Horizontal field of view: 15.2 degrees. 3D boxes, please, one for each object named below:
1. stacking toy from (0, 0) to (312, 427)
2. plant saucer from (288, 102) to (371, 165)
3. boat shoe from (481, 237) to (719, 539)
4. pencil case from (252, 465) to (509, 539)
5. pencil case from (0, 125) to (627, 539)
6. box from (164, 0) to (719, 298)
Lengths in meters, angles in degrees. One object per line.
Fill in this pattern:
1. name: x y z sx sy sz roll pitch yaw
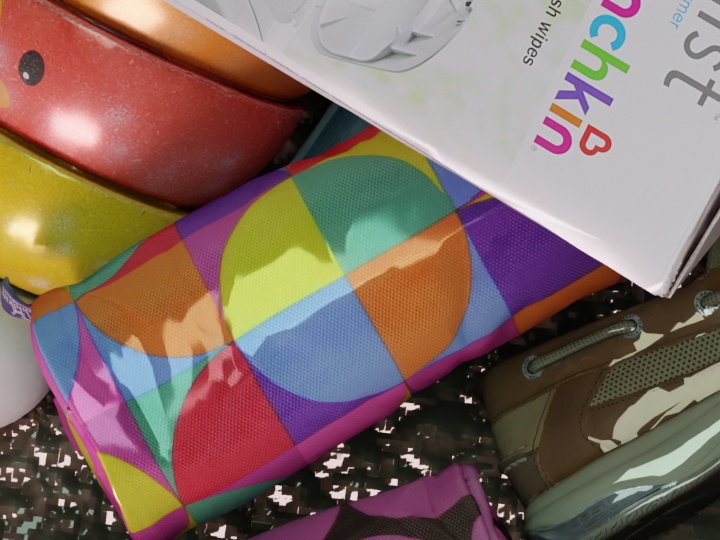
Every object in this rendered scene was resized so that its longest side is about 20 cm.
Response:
1. stacking toy: -0.078 -0.041 0.799 0.146 0.146 0.201 26 97 11
2. plant saucer: 0.050 -0.076 0.836 0.070 0.019 0.201 33 83 12
3. boat shoe: 0.124 0.010 0.781 0.199 0.076 0.072 -29 74 -3
4. pencil case: -0.043 0.130 0.757 0.199 0.091 0.094 -21 116 2
5. pencil case: 0.000 0.000 0.759 0.199 0.088 0.089 -28 76 0
6. box: 0.052 -0.104 0.684 0.176 0.200 0.097 31 122 12
